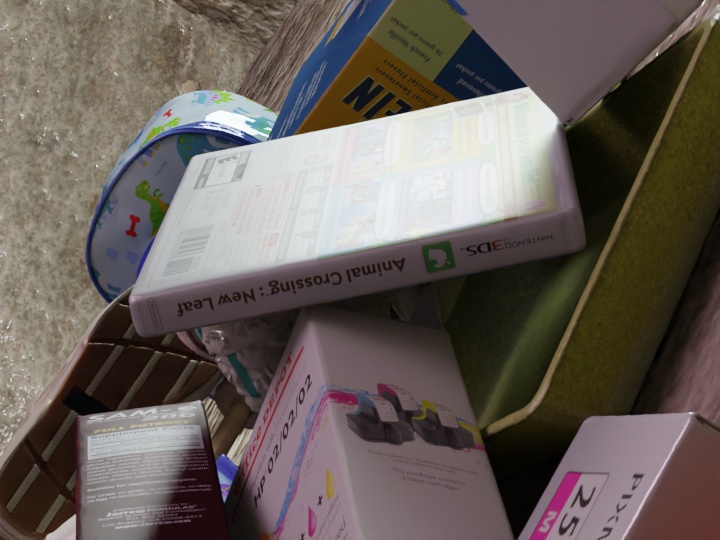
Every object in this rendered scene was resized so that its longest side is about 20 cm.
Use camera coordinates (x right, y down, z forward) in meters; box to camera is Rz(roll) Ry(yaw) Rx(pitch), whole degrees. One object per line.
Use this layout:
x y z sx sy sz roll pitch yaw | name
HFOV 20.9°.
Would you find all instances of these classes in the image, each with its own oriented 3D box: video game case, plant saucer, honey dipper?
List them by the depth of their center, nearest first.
0.088 0.012 0.846 0.200 0.048 0.200 -63 11 -25 | plant saucer
0.002 -0.031 0.852 0.182 0.022 0.200 -11 18 7 | video game case
-0.084 0.110 1.054 0.038 0.038 0.200 -48 10 44 | honey dipper

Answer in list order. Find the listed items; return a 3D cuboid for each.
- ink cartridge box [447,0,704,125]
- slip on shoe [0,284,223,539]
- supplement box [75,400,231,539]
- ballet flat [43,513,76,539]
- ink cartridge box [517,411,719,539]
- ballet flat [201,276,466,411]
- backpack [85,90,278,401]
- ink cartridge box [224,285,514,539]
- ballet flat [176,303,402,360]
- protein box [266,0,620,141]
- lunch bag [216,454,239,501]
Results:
0.111 -0.180 0.907 0.084 0.146 0.200 -44 1 43 | ink cartridge box
-0.136 0.078 1.073 0.200 0.076 0.061 -56 5 -31 | slip on shoe
-0.080 0.136 0.774 0.200 0.061 0.109 -118 24 -74 | supplement box
-0.174 0.197 0.994 0.069 0.069 0.200 -89 18 -72 | ballet flat
0.067 0.136 0.579 0.200 0.044 0.174 -59 9 -12 | ink cartridge box
0.005 0.007 0.888 0.200 0.072 0.072 -30 -11 -40 | ballet flat
-0.080 -0.013 1.306 0.183 0.200 0.147 -52 11 24 | backpack
-0.003 0.095 0.769 0.200 0.068 0.115 -105 33 -56 | ink cartridge box
0.000 0.000 0.989 0.067 0.200 0.068 157 102 -78 | ballet flat
0.048 -0.110 1.168 0.200 0.135 0.199 -51 11 32 | protein box
-0.047 0.185 0.896 0.151 0.094 0.200 -56 19 -7 | lunch bag
